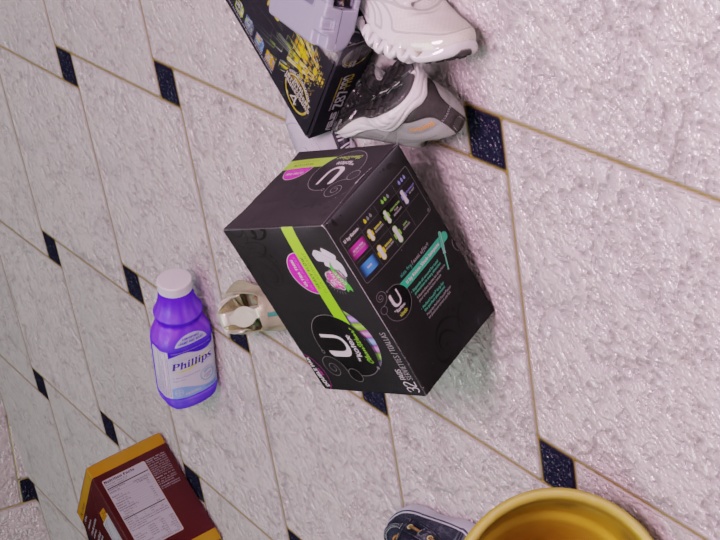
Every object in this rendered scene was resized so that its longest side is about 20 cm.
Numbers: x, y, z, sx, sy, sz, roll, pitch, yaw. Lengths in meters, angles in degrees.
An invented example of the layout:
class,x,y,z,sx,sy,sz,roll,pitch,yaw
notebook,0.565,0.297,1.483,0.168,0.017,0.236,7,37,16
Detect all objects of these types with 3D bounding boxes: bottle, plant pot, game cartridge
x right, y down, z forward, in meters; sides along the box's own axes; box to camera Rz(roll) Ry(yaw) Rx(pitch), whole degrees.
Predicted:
class,x,y,z,sx,sy,sz,roll,pitch,yaw
bottle,-0.239,0.090,2.128,0.065,0.083,0.201,41,144,42
plant pot,0.168,0.313,1.449,0.201,0.200,0.189,59,167,13
game cartridge,-0.030,-0.305,1.382,0.133,0.041,0.201,41,124,50

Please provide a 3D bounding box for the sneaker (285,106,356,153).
class,x,y,z,sx,sy,sz,roll,pitch,yaw
sneaker,-0.050,-0.073,1.602,0.201,0.114,0.075,62,153,8

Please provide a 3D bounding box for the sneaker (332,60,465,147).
class,x,y,z,sx,sy,sz,roll,pitch,yaw
sneaker,0.032,-0.141,1.444,0.079,0.074,0.200,30,176,-18

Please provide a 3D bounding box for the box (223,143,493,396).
class,x,y,z,sx,sy,sz,roll,pitch,yaw
box,0.000,0.000,1.478,0.148,0.124,0.201,-1,129,48

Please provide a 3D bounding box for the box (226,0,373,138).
class,x,y,z,sx,sy,sz,roll,pitch,yaw
box,-0.063,-0.254,1.548,0.201,0.049,0.161,61,152,17

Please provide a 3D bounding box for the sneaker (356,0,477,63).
class,x,y,z,sx,sy,sz,roll,pitch,yaw
sneaker,0.028,-0.238,1.377,0.200,0.075,0.082,38,133,42

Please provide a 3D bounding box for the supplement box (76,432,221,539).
class,x,y,z,sx,sy,sz,roll,pitch,yaw
supplement box,-0.338,0.402,2.515,0.201,0.132,0.198,56,153,18

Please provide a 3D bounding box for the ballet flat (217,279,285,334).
class,x,y,z,sx,sy,sz,roll,pitch,yaw
ballet flat,-0.137,0.048,1.924,0.200,0.069,0.070,-8,104,63

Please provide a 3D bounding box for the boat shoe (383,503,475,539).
class,x,y,z,sx,sy,sz,roll,pitch,yaw
boat shoe,0.056,0.309,1.749,0.200,0.091,0.071,-11,102,63
